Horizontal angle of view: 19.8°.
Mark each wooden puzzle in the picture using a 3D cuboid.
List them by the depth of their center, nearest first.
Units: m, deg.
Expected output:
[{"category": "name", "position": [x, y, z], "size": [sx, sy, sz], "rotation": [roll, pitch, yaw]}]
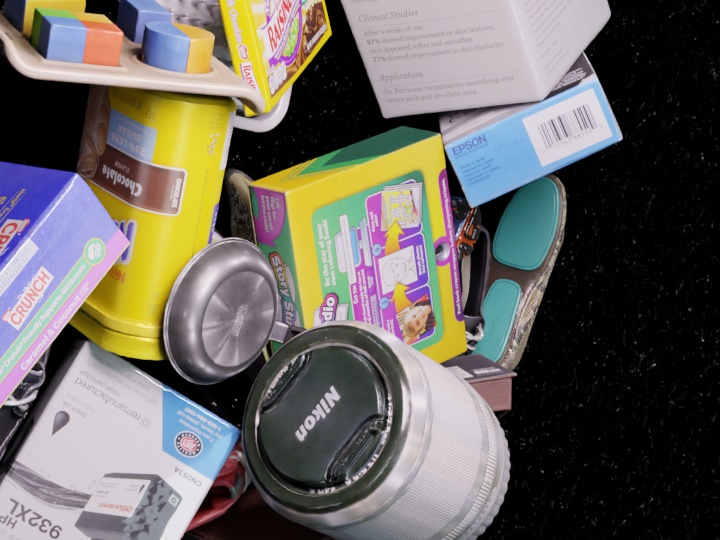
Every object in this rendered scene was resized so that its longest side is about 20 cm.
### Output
[{"category": "wooden puzzle", "position": [-0.183, -0.173, 1.523], "size": [0.199, 0.185, 0.047], "rotation": [8, 106, -25]}]

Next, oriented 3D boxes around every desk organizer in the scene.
[{"category": "desk organizer", "position": [0.035, 0.132, 1.839], "size": [0.199, 0.072, 0.078], "rotation": [-7, 106, -23]}]

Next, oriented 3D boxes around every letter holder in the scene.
[{"category": "letter holder", "position": [-0.042, 0.247, 1.775], "size": [0.199, 0.142, 0.101], "rotation": [-17, 108, -39]}]

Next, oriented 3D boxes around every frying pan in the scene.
[{"category": "frying pan", "position": [-0.086, 0.054, 1.592], "size": [0.115, 0.031, 0.190], "rotation": [-55, 137, -18]}]

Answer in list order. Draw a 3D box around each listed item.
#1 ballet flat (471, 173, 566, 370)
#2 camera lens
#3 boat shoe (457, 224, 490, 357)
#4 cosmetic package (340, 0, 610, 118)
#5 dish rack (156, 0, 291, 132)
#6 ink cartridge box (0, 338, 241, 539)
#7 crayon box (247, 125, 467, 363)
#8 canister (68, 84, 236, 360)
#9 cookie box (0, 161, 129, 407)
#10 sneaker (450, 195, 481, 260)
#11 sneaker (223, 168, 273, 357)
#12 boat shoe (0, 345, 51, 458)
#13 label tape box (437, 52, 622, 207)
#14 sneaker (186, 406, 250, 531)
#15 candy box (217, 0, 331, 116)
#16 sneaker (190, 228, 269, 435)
[{"category": "ballet flat", "position": [0.153, 0.006, 1.974], "size": [0.075, 0.068, 0.201], "rotation": [19, 90, -64]}, {"category": "camera lens", "position": [0.014, 0.137, 1.619], "size": [0.200, 0.159, 0.161], "rotation": [33, 74, -56]}, {"category": "boat shoe", "position": [0.082, 0.047, 1.906], "size": [0.072, 0.063, 0.201], "rotation": [0, 98, -44]}, {"category": "cosmetic package", "position": [0.090, -0.261, 1.770], "size": [0.166, 0.167, 0.201], "rotation": [-49, 127, -46]}, {"category": "dish rack", "position": [-0.121, -0.224, 1.697], "size": [0.171, 0.043, 0.201], "rotation": [10, 90, -43]}, {"category": "ink cartridge box", "position": [-0.207, 0.174, 1.607], "size": [0.145, 0.084, 0.201], "rotation": [32, 81, -11]}, {"category": "crayon box", "position": [0.000, 0.000, 1.731], "size": [0.172, 0.058, 0.201], "rotation": [-22, 114, -35]}, {"category": "canister", "position": [-0.167, -0.050, 1.589], "size": [0.086, 0.148, 0.201], "rotation": [2, 106, -35]}, {"category": "cookie box", "position": [-0.288, 0.007, 1.479], "size": [0.171, 0.199, 0.075], "rotation": [-53, 127, -22]}, {"category": "sneaker", "position": [0.009, -0.036, 1.821], "size": [0.199, 0.078, 0.076], "rotation": [1, 100, -36]}, {"category": "sneaker", "position": [-0.097, 0.015, 1.745], "size": [0.088, 0.077, 0.201], "rotation": [-19, 106, -21]}, {"category": "boat shoe", "position": [-0.275, 0.080, 1.590], "size": [0.072, 0.068, 0.201], "rotation": [25, 81, -41]}, {"category": "label tape box", "position": [0.142, -0.138, 1.819], "size": [0.143, 0.200, 0.066], "rotation": [-24, 110, 7]}, {"category": "sneaker", "position": [-0.116, 0.171, 1.735], "size": [0.200, 0.087, 0.074], "rotation": [-37, 120, -32]}, {"category": "candy box", "position": [-0.066, -0.203, 1.634], "size": [0.200, 0.026, 0.103], "rotation": [-61, 139, -63]}, {"category": "sneaker", "position": [-0.121, 0.046, 1.687], "size": [0.201, 0.071, 0.083], "rotation": [62, 16, -18]}]
